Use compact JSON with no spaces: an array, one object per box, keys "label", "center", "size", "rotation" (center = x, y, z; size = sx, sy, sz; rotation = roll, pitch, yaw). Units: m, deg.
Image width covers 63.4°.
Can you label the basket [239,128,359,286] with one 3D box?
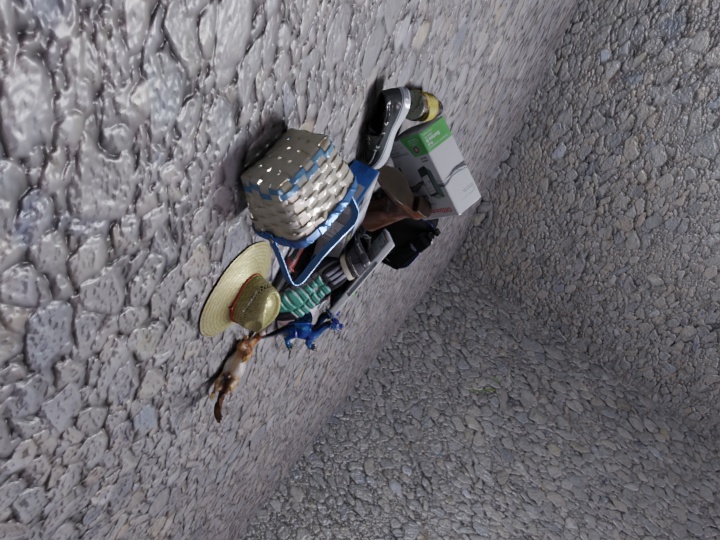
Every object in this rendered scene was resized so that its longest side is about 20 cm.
[{"label":"basket","center":[-0.081,-0.100,0.890],"size":[0.177,0.137,0.203],"rotation":[-49,136,-27]}]

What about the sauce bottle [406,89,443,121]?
[{"label":"sauce bottle","center":[0.143,-0.368,1.313],"size":[0.066,0.064,0.200],"rotation":[-60,169,21]}]

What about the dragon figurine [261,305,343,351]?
[{"label":"dragon figurine","center":[-0.136,0.122,1.297],"size":[0.059,0.194,0.102],"rotation":[-95,-166,-57]}]

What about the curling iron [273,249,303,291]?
[{"label":"curling iron","center":[-0.139,-0.013,1.191],"size":[0.203,0.025,0.049],"rotation":[-59,170,11]}]

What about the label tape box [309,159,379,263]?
[{"label":"label tape box","center":[-0.035,-0.105,1.220],"size":[0.145,0.062,0.203],"rotation":[-60,173,-46]}]

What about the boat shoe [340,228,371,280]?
[{"label":"boat shoe","center":[0.001,-0.043,1.256],"size":[0.061,0.074,0.201],"rotation":[-23,-160,15]}]

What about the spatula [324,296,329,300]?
[{"label":"spatula","center":[-0.073,0.051,1.408],"size":[0.199,0.020,0.057],"rotation":[-36,157,-54]}]

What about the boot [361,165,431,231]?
[{"label":"boot","center":[0.037,-0.156,1.329],"size":[0.185,0.197,0.066],"rotation":[38,62,-36]}]

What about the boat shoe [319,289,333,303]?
[{"label":"boat shoe","center":[-0.062,0.003,1.347],"size":[0.204,0.073,0.065],"rotation":[-59,140,-25]}]

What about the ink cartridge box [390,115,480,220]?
[{"label":"ink cartridge box","center":[0.162,-0.223,1.307],"size":[0.084,0.203,0.145],"rotation":[-37,-163,-23]}]

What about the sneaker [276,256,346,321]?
[{"label":"sneaker","center":[-0.115,0.032,1.262],"size":[0.197,0.075,0.088],"rotation":[-31,-148,4]}]

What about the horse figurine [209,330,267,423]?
[{"label":"horse figurine","center":[-0.257,0.204,1.194],"size":[0.204,0.049,0.132],"rotation":[-63,-174,-8]}]

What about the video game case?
[{"label":"video game case","center":[0.000,0.000,1.299],"size":[0.201,0.017,0.143],"rotation":[-49,-169,9]}]

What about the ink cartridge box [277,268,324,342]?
[{"label":"ink cartridge box","center":[-0.123,0.059,1.391],"size":[0.201,0.044,0.177],"rotation":[-51,167,-23]}]

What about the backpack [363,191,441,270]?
[{"label":"backpack","center":[0.097,-0.109,1.542],"size":[0.192,0.198,0.155],"rotation":[-58,178,35]}]

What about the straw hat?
[{"label":"straw hat","center":[-0.189,0.058,1.037],"size":[0.203,0.084,0.202],"rotation":[-53,167,-17]}]

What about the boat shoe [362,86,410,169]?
[{"label":"boat shoe","center":[0.036,-0.279,1.147],"size":[0.055,0.070,0.201],"rotation":[-7,149,-26]}]
